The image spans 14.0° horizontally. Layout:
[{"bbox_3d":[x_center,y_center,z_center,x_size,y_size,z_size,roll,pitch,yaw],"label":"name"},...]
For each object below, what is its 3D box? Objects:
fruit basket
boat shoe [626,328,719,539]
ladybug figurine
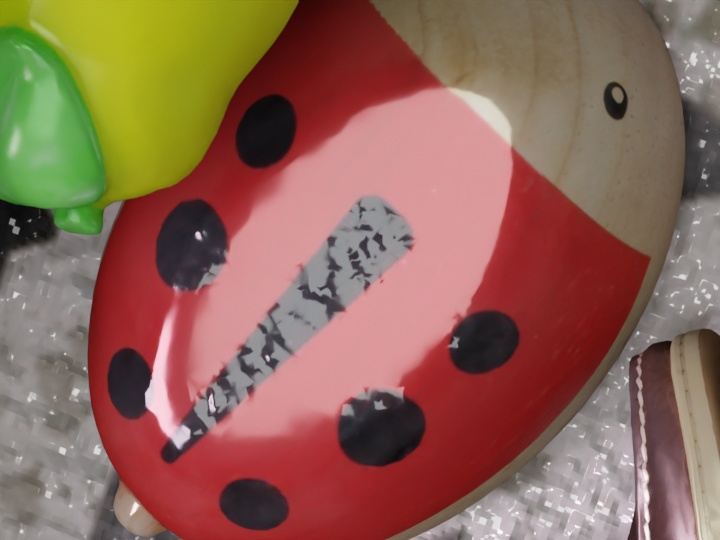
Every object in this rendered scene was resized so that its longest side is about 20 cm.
[{"bbox_3d":[-0.058,-0.122,0.695,0.155,0.216,0.216,39,104,6],"label":"fruit basket"},{"bbox_3d":[0.073,0.116,0.771,0.071,0.072,0.202,-1,103,12],"label":"boat shoe"},{"bbox_3d":[0.000,0.000,0.771,0.136,0.072,0.200,41,104,5],"label":"ladybug figurine"}]
